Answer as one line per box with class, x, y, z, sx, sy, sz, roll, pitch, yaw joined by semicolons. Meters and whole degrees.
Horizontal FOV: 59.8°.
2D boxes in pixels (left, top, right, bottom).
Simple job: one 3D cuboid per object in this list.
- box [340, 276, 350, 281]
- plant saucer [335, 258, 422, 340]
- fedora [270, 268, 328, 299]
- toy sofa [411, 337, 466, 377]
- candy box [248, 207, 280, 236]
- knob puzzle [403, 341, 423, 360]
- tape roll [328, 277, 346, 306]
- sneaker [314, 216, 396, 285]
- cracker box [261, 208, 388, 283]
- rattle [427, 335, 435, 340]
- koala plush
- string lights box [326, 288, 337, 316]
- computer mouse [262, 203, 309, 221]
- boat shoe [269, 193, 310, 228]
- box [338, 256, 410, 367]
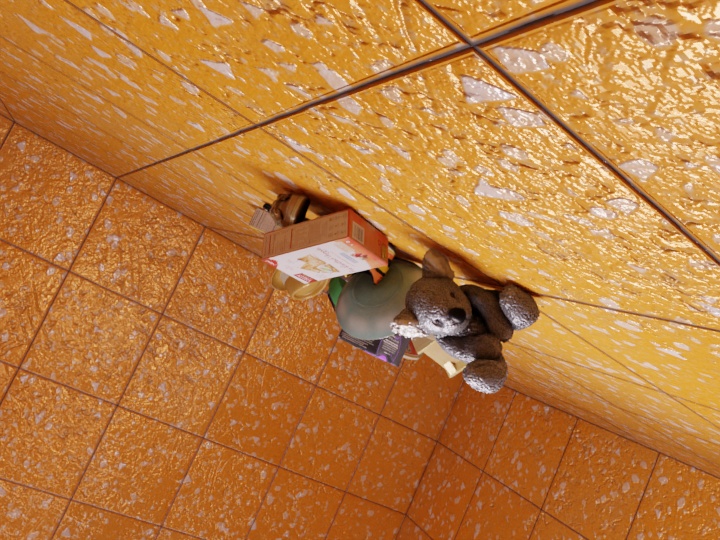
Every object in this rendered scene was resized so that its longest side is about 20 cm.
box;0.000;0.000;1.504;0.099;0.076;0.199;21;170;41
plant saucer;0.037;0.041;1.215;0.198;0.202;0.039;21;151;39
fedora;-0.148;0.022;1.731;0.083;0.198;0.200;63;-170;24
toy sofa;0.200;0.180;1.569;0.199;0.082;0.099;40;-159;-46
candy box;-0.177;-0.087;1.609;0.197;0.057;0.117;25;174;26
knob puzzle;0.109;0.141;1.584;0.219;0.030;0.222;42;-153;-26
tape roll;0.010;0.071;1.639;0.198;0.048;0.202;31;-151;-19
sneaker;-0.030;-0.038;1.229;0.197;0.092;0.070;22;172;25
cracker box;-0.064;-0.038;1.137;0.196;0.059;0.133;-12;154;32
rattle;0.175;0.067;1.471;0.199;0.141;0.132;35;147;48
koala plush;0.154;0.073;1.047;0.197;0.181;0.184;24;-175;-21
string lights box;-0.040;0.064;1.817;0.058;0.104;0.200;27;-170;-17
computer mouse;-0.150;-0.107;1.437;0.197;0.035;0.059;24;174;29
boat shoe;-0.141;-0.110;1.195;0.065;0.075;0.200;29;169;-5
box;0.058;0.082;1.328;0.105;0.204;0.122;21;172;34
